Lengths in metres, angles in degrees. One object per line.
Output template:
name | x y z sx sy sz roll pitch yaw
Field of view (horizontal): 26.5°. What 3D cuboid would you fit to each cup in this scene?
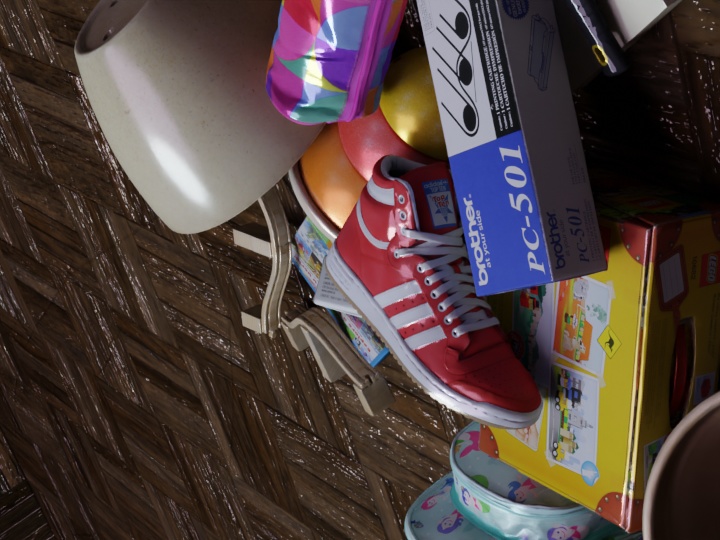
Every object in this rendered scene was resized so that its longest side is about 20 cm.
cup | -0.125 -0.149 1.126 0.143 0.201 0.200 41 164 -28

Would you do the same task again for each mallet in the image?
mallet | 0.096 -0.201 0.887 0.066 0.041 0.201 5 128 58

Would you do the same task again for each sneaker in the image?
sneaker | 0.059 0.006 0.998 0.200 0.071 0.113 44 126 31

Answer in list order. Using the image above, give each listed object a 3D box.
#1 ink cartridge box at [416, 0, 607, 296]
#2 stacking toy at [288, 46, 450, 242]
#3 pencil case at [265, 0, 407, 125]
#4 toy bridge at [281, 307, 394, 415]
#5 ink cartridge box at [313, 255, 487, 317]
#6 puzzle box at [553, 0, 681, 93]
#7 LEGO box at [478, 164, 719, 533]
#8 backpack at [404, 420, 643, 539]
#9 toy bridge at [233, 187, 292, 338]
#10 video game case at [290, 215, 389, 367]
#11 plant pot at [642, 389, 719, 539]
ink cartridge box | 0.090 -0.090 0.938 0.094 0.044 0.202 -15 86 64
stacking toy | 0.049 -0.110 1.079 0.146 0.146 0.200 52 136 11
pencil case | -0.006 -0.186 0.976 0.088 0.088 0.201 44 140 26
toy bridge | -0.032 0.071 1.459 0.200 0.027 0.068 35 154 59
ink cartridge box | 0.085 0.038 1.175 0.199 0.172 0.044 11 85 58
puzzle box | 0.105 -0.216 0.922 0.201 0.025 0.133 56 156 3
LEGO box | 0.156 0.044 0.997 0.149 0.077 0.202 24 118 50
backpack | 0.136 0.189 1.139 0.177 0.199 0.152 29 144 47
toy bridge | -0.094 -0.028 1.461 0.067 0.027 0.202 19 122 47
video game case | 0.000 0.000 1.386 0.144 0.018 0.200 53 155 7
plant pot | 0.277 0.152 0.914 0.199 0.092 0.203 5 100 31
